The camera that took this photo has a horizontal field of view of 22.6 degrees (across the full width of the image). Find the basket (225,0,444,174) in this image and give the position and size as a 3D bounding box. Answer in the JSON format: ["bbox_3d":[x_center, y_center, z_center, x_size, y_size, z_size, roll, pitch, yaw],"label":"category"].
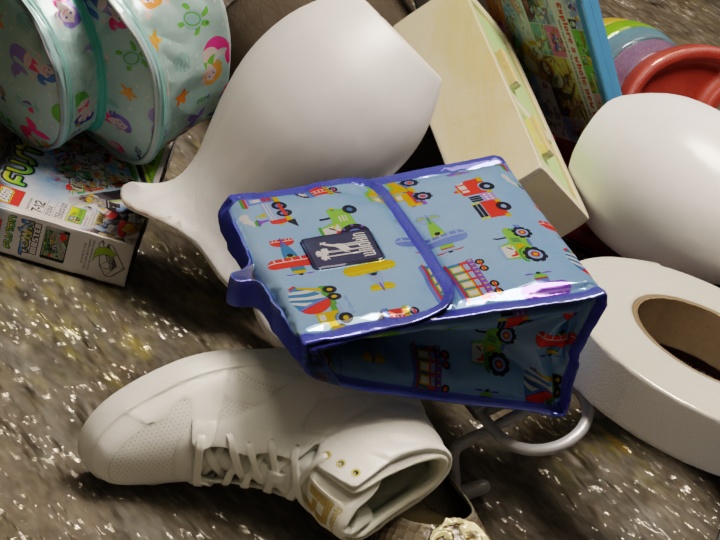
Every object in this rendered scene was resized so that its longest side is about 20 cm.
[{"bbox_3d":[-0.007,-0.125,1.390,0.180,0.136,0.200,-5,40,-19],"label":"basket"}]

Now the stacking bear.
[{"bbox_3d":[0.235,-0.185,1.669,0.114,0.122,0.200,10,20,-32],"label":"stacking bear"}]

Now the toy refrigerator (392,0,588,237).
[{"bbox_3d":[0.093,-0.109,1.285,0.076,0.070,0.200,42,23,-44],"label":"toy refrigerator"}]

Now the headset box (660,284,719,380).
[{"bbox_3d":[0.282,0.084,1.255,0.200,0.075,0.149,30,30,20],"label":"headset box"}]

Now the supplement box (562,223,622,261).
[{"bbox_3d":[0.156,0.002,1.337,0.109,0.061,0.200,28,29,16],"label":"supplement box"}]

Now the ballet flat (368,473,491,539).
[{"bbox_3d":[0.026,0.119,1.070,0.067,0.046,0.200,2,33,-27],"label":"ballet flat"}]

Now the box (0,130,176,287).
[{"bbox_3d":[-0.196,-0.064,1.264,0.110,0.035,0.200,16,29,-5],"label":"box"}]

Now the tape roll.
[{"bbox_3d":[0.210,0.059,1.118,0.203,0.037,0.203,19,25,-10],"label":"tape roll"}]

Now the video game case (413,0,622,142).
[{"bbox_3d":[0.118,-0.171,1.387,0.018,0.143,0.200,-37,37,-24],"label":"video game case"}]

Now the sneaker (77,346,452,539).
[{"bbox_3d":[-0.048,0.103,1.007,0.200,0.074,0.116,-13,45,-21],"label":"sneaker"}]

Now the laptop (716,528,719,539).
[{"bbox_3d":[0.276,0.214,0.977,0.187,0.116,0.200,22,10,7],"label":"laptop"}]

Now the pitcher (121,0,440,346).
[{"bbox_3d":[-0.028,-0.064,1.169,0.172,0.200,0.121,45,6,4],"label":"pitcher"}]

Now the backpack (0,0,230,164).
[{"bbox_3d":[-0.188,-0.169,1.237,0.200,0.178,0.151,35,54,18],"label":"backpack"}]

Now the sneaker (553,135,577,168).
[{"bbox_3d":[0.175,-0.119,1.496,0.115,0.078,0.200,6,11,-31],"label":"sneaker"}]

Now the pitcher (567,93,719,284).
[{"bbox_3d":[0.261,-0.064,1.256,0.200,0.172,0.121,31,-8,27],"label":"pitcher"}]

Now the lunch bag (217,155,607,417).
[{"bbox_3d":[0.015,0.009,1.047,0.200,0.094,0.151,-2,36,-25],"label":"lunch bag"}]

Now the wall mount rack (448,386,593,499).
[{"bbox_3d":[0.106,0.059,1.148,0.174,0.075,0.200,-23,43,-14],"label":"wall mount rack"}]
